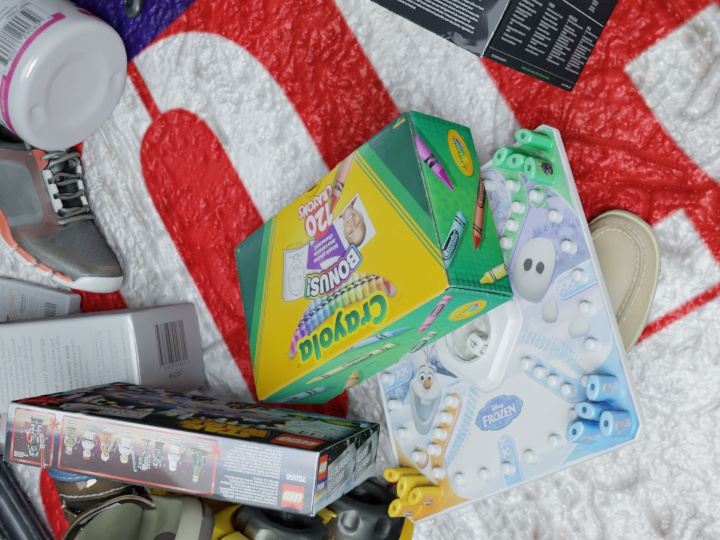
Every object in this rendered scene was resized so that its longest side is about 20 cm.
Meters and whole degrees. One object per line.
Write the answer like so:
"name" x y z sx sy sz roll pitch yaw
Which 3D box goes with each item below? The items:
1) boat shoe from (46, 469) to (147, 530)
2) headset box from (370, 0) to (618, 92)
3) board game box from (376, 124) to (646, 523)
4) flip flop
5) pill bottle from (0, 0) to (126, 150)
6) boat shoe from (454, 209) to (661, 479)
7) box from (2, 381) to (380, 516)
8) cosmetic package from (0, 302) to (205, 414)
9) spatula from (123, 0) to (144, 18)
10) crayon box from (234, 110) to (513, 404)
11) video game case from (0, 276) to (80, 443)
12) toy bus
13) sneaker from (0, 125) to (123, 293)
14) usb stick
"boat shoe" -0.186 0.168 0.793 0.072 0.200 0.073 -8 81 -8
"headset box" 0.109 -0.221 0.621 0.093 0.174 0.201 32 107 22
"board game box" 0.069 0.039 0.676 0.200 0.026 0.201 -33 60 43
"flip flop" -0.150 0.171 0.645 0.200 0.057 0.081 -26 49 56
"pill bottle" -0.296 -0.191 0.865 0.200 0.113 0.114 34 107 22
"boat shoe" 0.124 0.053 0.686 0.072 0.065 0.201 37 108 21
"box" -0.100 0.107 0.675 0.199 0.137 0.040 7 91 15
"cosmetic package" -0.236 0.071 0.839 0.199 0.102 0.074 -7 90 21
"spatula" -0.175 -0.302 0.848 0.056 0.021 0.201 8 98 39
"crayon box" 0.000 0.000 0.698 0.200 0.058 0.119 -34 59 42
"video game case" -0.336 0.074 0.951 0.199 0.018 0.144 10 97 26
"toy bus" -0.088 0.186 0.734 0.192 0.200 0.136 28 104 31
"sneaker" -0.257 -0.064 0.872 0.200 0.077 0.082 43 108 19
"usb stick" -0.287 0.234 0.920 0.200 0.033 0.056 53 135 16
